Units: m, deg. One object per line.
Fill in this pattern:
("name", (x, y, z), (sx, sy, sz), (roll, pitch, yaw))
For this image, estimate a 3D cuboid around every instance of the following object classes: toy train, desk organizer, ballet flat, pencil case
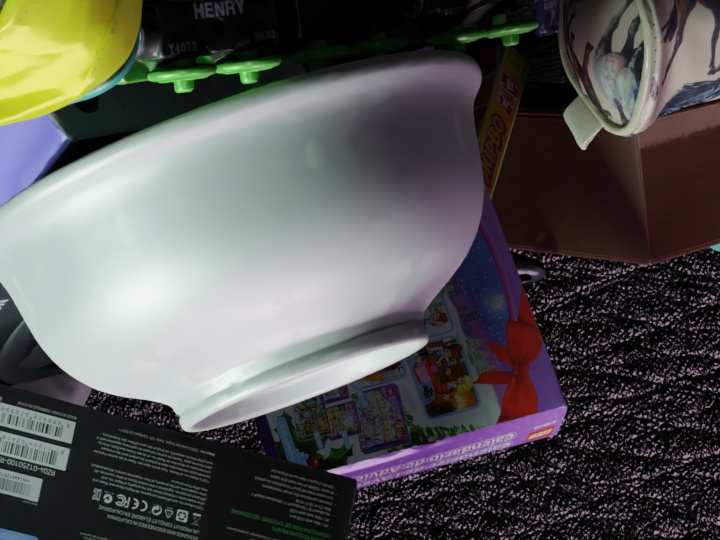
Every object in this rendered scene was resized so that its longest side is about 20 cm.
("toy train", (-0.015, -0.089, 0.809), (0.056, 0.042, 0.200), (-1, -172, 45))
("desk organizer", (0.104, -0.055, 1.242), (0.072, 0.077, 0.200), (-16, -166, -36))
("ballet flat", (-0.155, -0.053, 0.616), (0.199, 0.067, 0.067), (-18, 156, 12))
("pencil case", (0.173, -0.110, 0.968), (0.199, 0.078, 0.090), (-14, 153, -27))

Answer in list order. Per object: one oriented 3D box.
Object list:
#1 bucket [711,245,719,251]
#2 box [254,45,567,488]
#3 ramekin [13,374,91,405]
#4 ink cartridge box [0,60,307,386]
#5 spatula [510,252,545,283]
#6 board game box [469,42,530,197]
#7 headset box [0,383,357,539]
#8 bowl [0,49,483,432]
("bucket", (0.333, -0.073, 1.589), (0.207, 0.208, 0.135), (-14, 168, -21))
("box", (0.000, 0.000, 1.107), (0.136, 0.201, 0.039), (-14, 157, -11))
("ramekin", (-0.216, 0.062, 1.198), (0.202, 0.094, 0.203), (-41, -157, 22))
("ink cartridge box", (-0.139, -0.013, 0.935), (0.200, 0.043, 0.198), (-11, 152, -49))
("spatula", (-0.002, -0.019, 1.186), (0.199, 0.021, 0.057), (15, 148, -9))
("board game box", (-0.005, -0.055, 1.246), (0.200, 0.030, 0.096), (-19, -140, 39))
("headset box", (-0.121, 0.129, 1.035), (0.174, 0.093, 0.200), (17, 161, -18))
("bowl", (-0.034, 0.000, 0.853), (0.201, 0.091, 0.201), (-21, 172, -3))
